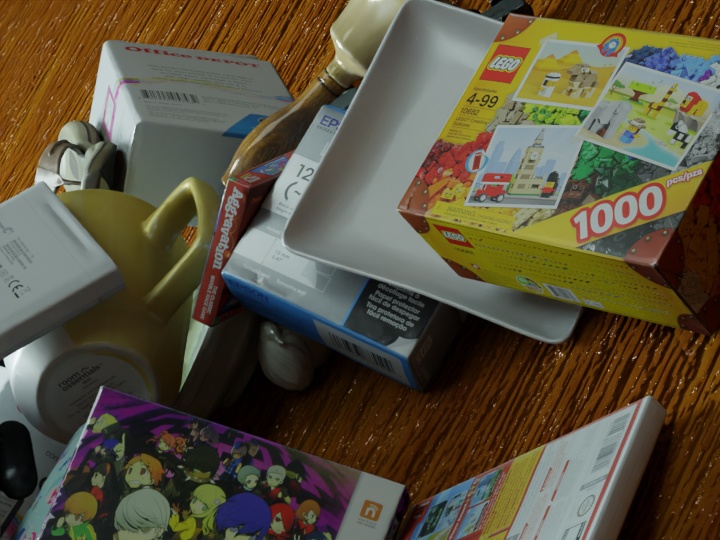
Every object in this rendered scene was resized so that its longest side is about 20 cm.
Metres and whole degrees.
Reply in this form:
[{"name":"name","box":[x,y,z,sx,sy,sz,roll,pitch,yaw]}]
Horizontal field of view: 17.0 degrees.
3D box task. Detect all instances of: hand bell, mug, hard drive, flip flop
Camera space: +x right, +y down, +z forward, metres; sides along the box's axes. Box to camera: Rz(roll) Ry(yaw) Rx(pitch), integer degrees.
[{"name":"hand bell","box":[-0.025,-0.127,1.694,0.200,0.104,0.104,-45,26,13]},{"name":"mug","box":[-0.180,0.029,1.657,0.153,0.149,0.187,-104,24,-58]},{"name":"hard drive","box":[-0.270,0.024,1.599,0.200,0.027,0.132,-30,40,-14]},{"name":"flip flop","box":[-0.221,-0.071,1.835,0.200,0.058,0.081,-130,45,-68]}]

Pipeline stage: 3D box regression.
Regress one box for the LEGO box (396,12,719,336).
[{"name":"LEGO box","box":[0.143,-0.060,1.392,0.200,0.077,0.149,13,67,44]}]

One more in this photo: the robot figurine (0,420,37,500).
[{"name":"robot figurine","box":[-0.304,0.145,1.592,0.150,0.125,0.200,-51,26,9]}]

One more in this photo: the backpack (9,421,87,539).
[{"name":"backpack","box":[-0.131,0.188,1.534,0.200,0.151,0.178,8,63,56]}]

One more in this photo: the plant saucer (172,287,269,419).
[{"name":"plant saucer","box":[-0.099,0.041,1.734,0.200,0.050,0.200,-158,90,-79]}]

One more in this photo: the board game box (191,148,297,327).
[{"name":"board game box","box":[-0.047,-0.035,1.644,0.200,0.019,0.103,-30,-41,-60]}]

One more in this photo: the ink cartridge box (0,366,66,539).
[{"name":"ink cartridge box","box":[-0.261,0.186,1.746,0.200,0.146,0.083,-59,25,-14]}]

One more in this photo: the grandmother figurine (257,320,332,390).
[{"name":"grandmother figurine","box":[0.000,0.000,1.656,0.200,0.061,0.121,-51,-3,10]}]

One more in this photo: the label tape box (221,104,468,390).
[{"name":"label tape box","box":[0.023,-0.042,1.568,0.143,0.066,0.200,24,76,22]}]

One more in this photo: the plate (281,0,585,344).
[{"name":"plate","box":[0.079,-0.062,1.513,0.200,0.032,0.200,19,69,20]}]

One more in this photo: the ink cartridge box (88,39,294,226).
[{"name":"ink cartridge box","box":[-0.126,-0.105,1.883,0.200,0.144,0.085,-118,37,-63]}]

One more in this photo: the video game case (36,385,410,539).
[{"name":"video game case","box":[-0.094,0.181,1.420,0.036,0.200,0.181,76,-147,-67]}]

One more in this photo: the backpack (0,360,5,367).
[{"name":"backpack","box":[-0.251,0.077,1.887,0.154,0.163,0.200,-21,45,62]}]

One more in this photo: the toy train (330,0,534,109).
[{"name":"toy train","box":[0.038,-0.136,1.736,0.200,0.046,0.034,-30,47,12]}]

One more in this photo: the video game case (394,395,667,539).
[{"name":"video game case","box":[0.074,0.153,1.329,0.200,0.017,0.143,-30,22,42]}]
